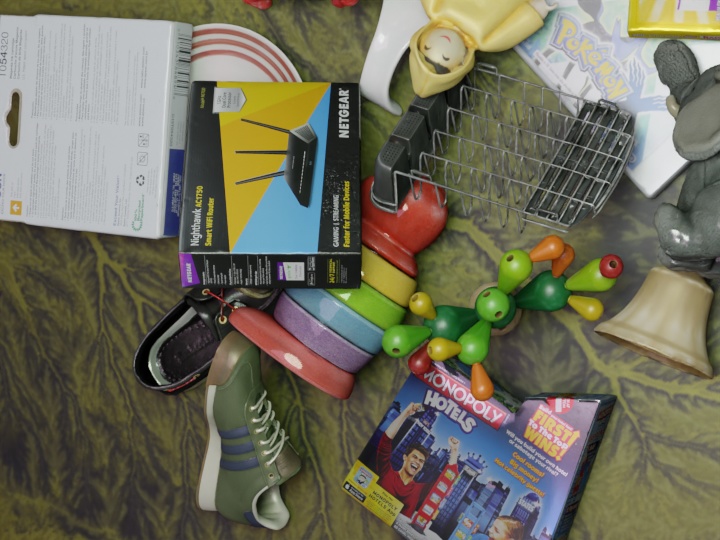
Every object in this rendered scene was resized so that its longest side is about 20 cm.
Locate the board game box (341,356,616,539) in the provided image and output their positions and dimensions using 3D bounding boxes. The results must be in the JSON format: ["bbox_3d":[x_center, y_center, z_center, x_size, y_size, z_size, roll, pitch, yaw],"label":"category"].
[{"bbox_3d":[0.118,0.161,1.495,0.200,0.062,0.200,36,103,17],"label":"board game box"}]

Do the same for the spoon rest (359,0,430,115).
[{"bbox_3d":[0.055,-0.231,1.508,0.099,0.061,0.201,30,103,18],"label":"spoon rest"}]

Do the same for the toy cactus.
[{"bbox_3d":[0.119,0.037,1.436,0.199,0.165,0.103,-29,87,2],"label":"toy cactus"}]

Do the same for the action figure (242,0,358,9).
[{"bbox_3d":[-0.025,-0.261,1.510,0.199,0.052,0.066,5,92,49],"label":"action figure"}]

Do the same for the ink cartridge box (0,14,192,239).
[{"bbox_3d":[-0.252,-0.136,1.622,0.199,0.043,0.198,7,96,28],"label":"ink cartridge box"}]

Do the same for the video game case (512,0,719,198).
[{"bbox_3d":[0.242,-0.194,1.454,0.182,0.022,0.200,-44,76,17],"label":"video game case"}]

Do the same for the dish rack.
[{"bbox_3d":[0.120,-0.097,1.440,0.199,0.055,0.154,18,57,21],"label":"dish rack"}]

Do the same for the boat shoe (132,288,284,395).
[{"bbox_3d":[-0.124,0.041,1.589,0.201,0.063,0.074,-41,75,16],"label":"boat shoe"}]

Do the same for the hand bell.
[{"bbox_3d":[0.275,-0.023,1.428,0.104,0.104,0.201,21,86,20],"label":"hand bell"}]

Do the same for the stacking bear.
[{"bbox_3d":[0.000,0.000,1.513,0.114,0.121,0.200,37,94,38],"label":"stacking bear"}]

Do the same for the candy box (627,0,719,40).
[{"bbox_3d":[0.274,-0.287,1.416,0.102,0.026,0.201,3,84,16],"label":"candy box"}]

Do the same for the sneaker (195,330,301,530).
[{"bbox_3d":[-0.089,0.149,1.551,0.089,0.067,0.201,22,127,18],"label":"sneaker"}]

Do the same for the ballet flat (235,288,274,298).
[{"bbox_3d":[-0.115,-0.042,1.522,0.070,0.071,0.201,-29,49,20],"label":"ballet flat"}]

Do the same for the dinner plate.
[{"bbox_3d":[-0.131,-0.125,1.605,0.199,0.024,0.201,1,92,21],"label":"dinner plate"}]

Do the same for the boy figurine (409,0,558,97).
[{"bbox_3d":[0.097,-0.235,1.445,0.124,0.064,0.200,38,84,-1],"label":"boy figurine"}]

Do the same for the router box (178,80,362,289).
[{"bbox_3d":[-0.073,-0.074,1.465,0.148,0.051,0.201,0,49,-1],"label":"router box"}]

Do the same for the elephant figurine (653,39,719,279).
[{"bbox_3d":[0.288,-0.101,1.337,0.154,0.141,0.201,1,78,19],"label":"elephant figurine"}]
